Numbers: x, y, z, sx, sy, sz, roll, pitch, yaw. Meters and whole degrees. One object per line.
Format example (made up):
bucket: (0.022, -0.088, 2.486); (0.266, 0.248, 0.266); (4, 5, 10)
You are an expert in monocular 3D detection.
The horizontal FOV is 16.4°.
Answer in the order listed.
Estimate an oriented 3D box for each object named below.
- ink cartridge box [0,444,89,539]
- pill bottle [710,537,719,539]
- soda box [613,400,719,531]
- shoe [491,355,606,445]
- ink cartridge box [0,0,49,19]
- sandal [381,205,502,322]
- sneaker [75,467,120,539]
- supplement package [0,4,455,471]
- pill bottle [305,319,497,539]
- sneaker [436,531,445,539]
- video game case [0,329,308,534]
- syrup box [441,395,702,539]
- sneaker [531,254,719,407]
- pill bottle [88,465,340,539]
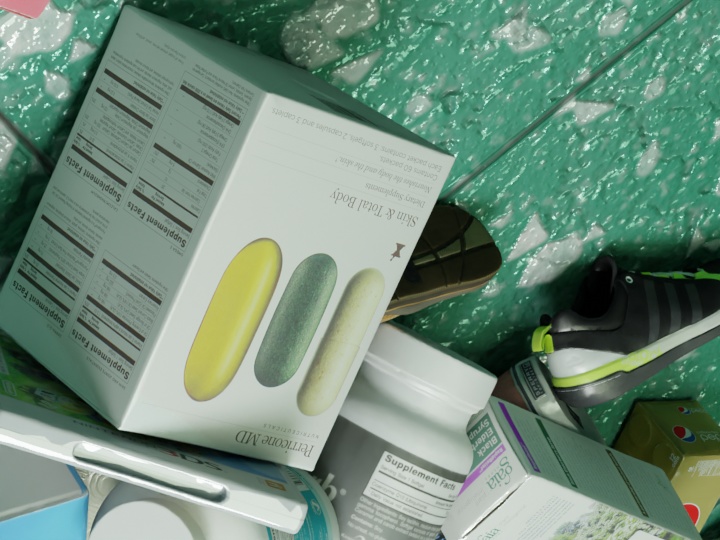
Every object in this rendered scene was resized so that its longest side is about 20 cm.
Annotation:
ink cartridge box: (-0.259, 0.177, 1.495); (0.146, 0.147, 0.200); (-15, 133, -26)
pill bottle: (0.367, 0.260, 2.045); (0.200, 0.111, 0.111); (-8, 131, -30)
soda box: (0.211, 0.195, 1.908); (0.064, 0.068, 0.200); (2, 126, -36)
shoe: (0.124, 0.135, 1.796); (0.091, 0.072, 0.200); (-29, 144, 9)
ink cartridge box: (-0.236, -0.210, 1.160); (0.200, 0.147, 0.083); (18, 114, -44)
sandal: (0.000, 0.000, 1.590); (0.200, 0.082, 0.055); (-10, 154, -38)
sneaker: (-0.167, 0.143, 1.580); (0.075, 0.085, 0.200); (-8, 128, -8)
supplement package: (-0.079, -0.017, 1.413); (0.152, 0.151, 0.200); (16, 102, -43)
pill bottle: (0.003, 0.137, 1.625); (0.116, 0.116, 0.200); (25, 92, -46)
sneaker: (0.004, 0.202, 1.760); (0.112, 0.073, 0.200); (7, 121, -37)
video game case: (-0.134, 0.084, 1.422); (0.182, 0.200, 0.022); (19, 98, -17)
syrup box: (0.137, 0.162, 1.714); (0.200, 0.082, 0.079); (25, 118, -41)
sneaker: (0.200, 0.021, 1.739); (0.200, 0.072, 0.083); (-31, 101, -36)
pill bottle: (-0.092, 0.166, 1.483); (0.111, 0.111, 0.200); (-48, 165, 11)
